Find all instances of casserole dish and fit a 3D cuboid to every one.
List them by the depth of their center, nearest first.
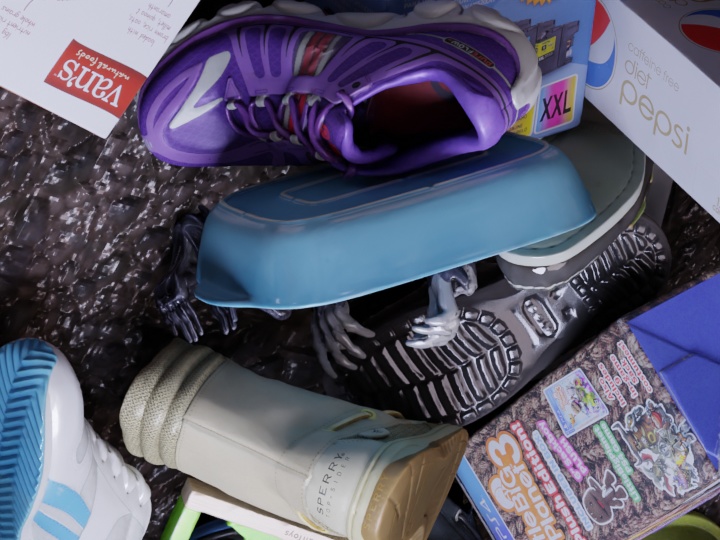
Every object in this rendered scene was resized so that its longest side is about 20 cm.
[{"bbox_3d":[0.014,-0.028,1.319,0.200,0.121,0.039,-16,107,-25],"label":"casserole dish"}]

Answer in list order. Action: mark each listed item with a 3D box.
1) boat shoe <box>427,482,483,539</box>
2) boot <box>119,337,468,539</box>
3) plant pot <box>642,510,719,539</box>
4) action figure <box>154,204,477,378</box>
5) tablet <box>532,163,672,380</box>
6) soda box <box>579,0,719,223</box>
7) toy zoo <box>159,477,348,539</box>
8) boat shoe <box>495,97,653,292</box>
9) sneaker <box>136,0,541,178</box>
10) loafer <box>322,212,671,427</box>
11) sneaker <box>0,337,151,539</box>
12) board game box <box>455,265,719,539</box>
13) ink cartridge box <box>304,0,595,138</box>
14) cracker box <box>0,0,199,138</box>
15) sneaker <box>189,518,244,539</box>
[{"bbox_3d":[0.037,0.146,1.614,0.199,0.074,0.066,38,58,-44],"label":"boat shoe"},{"bbox_3d":[-0.033,0.089,1.455,0.200,0.155,0.073,1,109,-78],"label":"boot"},{"bbox_3d":[0.212,0.282,1.777,0.200,0.184,0.201,-23,134,-26],"label":"plant pot"},{"bbox_3d":[0.000,0.000,1.435,0.200,0.102,0.119,-11,170,-30],"label":"action figure"},{"bbox_3d":[0.123,-0.025,1.596,0.130,0.014,0.200,-12,127,-34],"label":"tablet"},{"bbox_3d":[0.157,-0.104,1.422,0.064,0.200,0.068,-12,128,-25],"label":"soda box"},{"bbox_3d":[-0.069,0.218,1.485,0.131,0.020,0.200,20,103,-16],"label":"toy zoo"},{"bbox_3d":[0.113,-0.039,1.456,0.201,0.072,0.061,-57,153,-52],"label":"boat shoe"},{"bbox_3d":[-0.018,-0.079,1.317,0.083,0.200,0.081,-59,136,-54],"label":"sneaker"},{"bbox_3d":[0.073,0.024,1.538,0.200,0.071,0.073,-26,110,4],"label":"loafer"},{"bbox_3d":[-0.151,0.102,1.418,0.081,0.077,0.200,-27,143,-27],"label":"sneaker"},{"bbox_3d":[0.171,0.078,1.568,0.159,0.097,0.200,-25,169,-35],"label":"board game box"},{"bbox_3d":[0.046,-0.154,1.387,0.136,0.076,0.200,-19,130,-29],"label":"ink cartridge box"},{"bbox_3d":[-0.113,-0.171,1.248,0.134,0.058,0.200,26,102,-47],"label":"cracker box"},{"bbox_3d":[-0.016,0.185,1.540,0.199,0.083,0.071,19,151,-14],"label":"sneaker"}]
